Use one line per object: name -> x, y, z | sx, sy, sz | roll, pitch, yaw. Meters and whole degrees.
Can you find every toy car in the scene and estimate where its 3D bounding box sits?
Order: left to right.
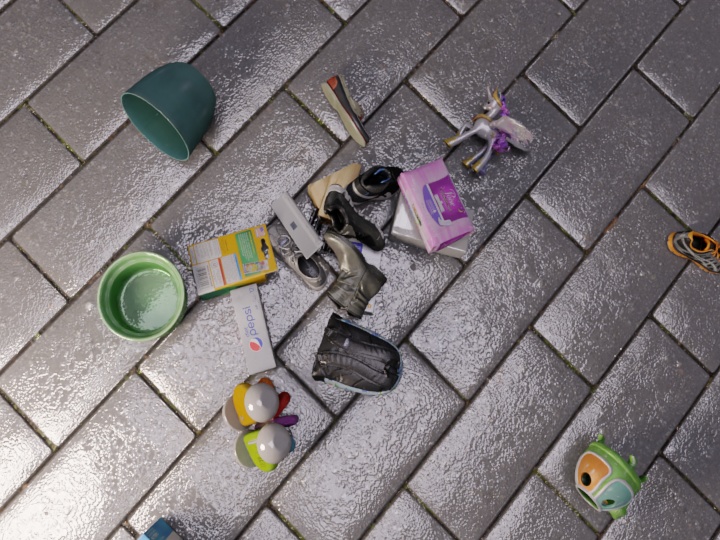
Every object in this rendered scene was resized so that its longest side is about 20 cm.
toy car -> -0.211, 0.343, 1.362 | 0.147, 0.173, 0.205 | -11, 78, -44

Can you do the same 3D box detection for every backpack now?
backpack -> 0.007, 0.212, 1.406 | 0.194, 0.154, 0.168 | 12, 73, 19

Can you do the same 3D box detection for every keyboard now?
keyboard -> -0.156, -0.113, 1.456 | 0.056, 0.011, 0.201 | -43, 57, 10

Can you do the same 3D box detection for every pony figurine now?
pony figurine -> 0.338, -0.345, 1.530 | 0.193, 0.166, 0.200 | 44, 95, 12

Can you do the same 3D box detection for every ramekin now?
ramekin -> -0.498, 0.065, 1.399 | 0.193, 0.098, 0.207 | 1, 80, -5

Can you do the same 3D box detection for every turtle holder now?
turtle holder -> 0.576, 0.493, 1.411 | 0.131, 0.187, 0.140 | -43, 54, -11

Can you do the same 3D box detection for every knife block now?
knife block -> -0.054, -0.145, 1.492 | 0.196, 0.064, 0.179 | -26, 84, -9

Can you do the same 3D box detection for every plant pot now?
plant pot -> -0.442, -0.396, 1.442 | 0.198, 0.201, 0.163 | 35, 67, 2

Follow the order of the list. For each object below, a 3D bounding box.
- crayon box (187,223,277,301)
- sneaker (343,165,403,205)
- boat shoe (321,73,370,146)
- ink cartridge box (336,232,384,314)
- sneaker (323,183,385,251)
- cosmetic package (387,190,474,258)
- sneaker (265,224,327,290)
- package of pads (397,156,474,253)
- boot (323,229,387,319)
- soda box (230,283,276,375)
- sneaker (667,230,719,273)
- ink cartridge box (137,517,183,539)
crayon box -> -0.305, -0.020, 1.446 | 0.194, 0.052, 0.129 | -17, 73, -7
sneaker -> 0.060, -0.218, 1.456 | 0.197, 0.111, 0.075 | -28, 91, -37
boat shoe -> -0.026, -0.413, 1.541 | 0.062, 0.071, 0.203 | -30, 80, -12
ink cartridge box -> 0.000, 0.000, 1.486 | 0.092, 0.037, 0.207 | 9, 82, -3
sneaker -> -0.020, -0.104, 1.420 | 0.200, 0.066, 0.092 | 47, 46, -21
cosmetic package -> 0.176, -0.113, 1.499 | 0.194, 0.081, 0.116 | 16, 79, -3
sneaker -> -0.152, -0.042, 1.456 | 0.199, 0.082, 0.075 | 42, 79, 3
package of pads -> 0.179, -0.157, 1.427 | 0.118, 0.076, 0.205 | -22, 79, -10
boot -> -0.039, 0.012, 1.419 | 0.199, 0.068, 0.131 | 43, 79, -10
soda box -> -0.253, 0.140, 1.425 | 0.066, 0.063, 0.206 | -15, 82, -7
sneaker -> 0.901, -0.049, 1.552 | 0.194, 0.077, 0.080 | 18, 77, -3
ink cartridge box -> -0.423, 0.669, 1.276 | 0.199, 0.146, 0.147 | 42, 80, 3
